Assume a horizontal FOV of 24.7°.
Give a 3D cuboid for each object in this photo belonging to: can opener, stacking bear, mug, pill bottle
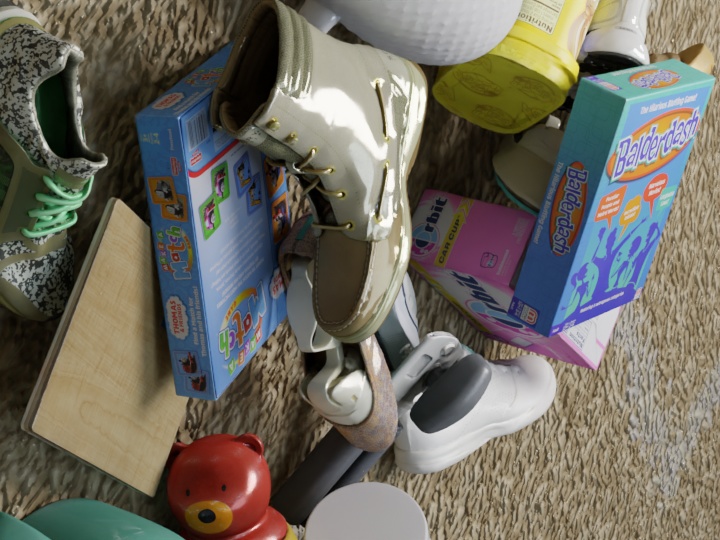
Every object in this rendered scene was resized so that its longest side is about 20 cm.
[{"bbox_3d":[0.013,0.127,1.272,0.200,0.067,0.053,-46,143,11],"label":"can opener"},{"bbox_3d":[-0.090,0.215,1.187,0.114,0.121,0.201,-57,140,-67],"label":"stacking bear"},{"bbox_3d":[0.025,-0.205,1.173,0.200,0.147,0.175,-54,146,2],"label":"mug"},{"bbox_3d":[-0.174,0.236,1.072,0.185,0.114,0.153,8,95,-54],"label":"mug"},{"bbox_3d":[0.010,0.263,1.295,0.116,0.115,0.201,-48,149,-32],"label":"pill bottle"}]

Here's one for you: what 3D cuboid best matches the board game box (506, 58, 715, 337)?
[{"bbox_3d":[0.197,-0.059,1.288,0.152,0.045,0.201,-18,130,-50],"label":"board game box"}]

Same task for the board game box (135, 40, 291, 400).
[{"bbox_3d":[-0.092,-0.036,1.118,0.151,0.036,0.201,-51,140,-57],"label":"board game box"}]

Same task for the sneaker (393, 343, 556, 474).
[{"bbox_3d":[0.101,0.100,1.437,0.200,0.075,0.089,-27,111,-44],"label":"sneaker"}]

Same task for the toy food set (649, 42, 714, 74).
[{"bbox_3d":[0.219,-0.111,1.444,0.049,0.198,0.200,38,55,-7],"label":"toy food set"}]

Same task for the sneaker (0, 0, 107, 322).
[{"bbox_3d":[-0.189,-0.055,0.972,0.077,0.088,0.201,-31,127,-42],"label":"sneaker"}]

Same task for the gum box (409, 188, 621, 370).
[{"bbox_3d":[0.132,0.012,1.403,0.200,0.113,0.066,41,70,-51],"label":"gum box"}]

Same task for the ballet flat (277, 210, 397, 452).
[{"bbox_3d":[-0.023,0.056,1.193,0.067,0.068,0.201,-47,127,-54],"label":"ballet flat"}]

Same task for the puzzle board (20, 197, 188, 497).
[{"bbox_3d":[-0.153,0.056,1.081,0.200,0.017,0.152,53,53,-66],"label":"puzzle board"}]

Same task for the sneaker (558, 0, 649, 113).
[{"bbox_3d":[0.194,-0.184,1.378,0.075,0.200,0.082,14,78,-12],"label":"sneaker"}]

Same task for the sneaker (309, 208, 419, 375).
[{"bbox_3d":[0.000,0.000,1.266,0.071,0.072,0.201,-97,175,-47],"label":"sneaker"}]

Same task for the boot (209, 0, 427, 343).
[{"bbox_3d":[-0.032,-0.063,1.074,0.154,0.072,0.202,19,78,-48],"label":"boot"}]

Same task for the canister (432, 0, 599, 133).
[{"bbox_3d":[0.143,-0.226,1.313,0.086,0.148,0.201,25,75,-11],"label":"canister"}]

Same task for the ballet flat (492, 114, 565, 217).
[{"bbox_3d":[0.145,-0.096,1.358,0.200,0.069,0.070,-90,-176,-75],"label":"ballet flat"}]
